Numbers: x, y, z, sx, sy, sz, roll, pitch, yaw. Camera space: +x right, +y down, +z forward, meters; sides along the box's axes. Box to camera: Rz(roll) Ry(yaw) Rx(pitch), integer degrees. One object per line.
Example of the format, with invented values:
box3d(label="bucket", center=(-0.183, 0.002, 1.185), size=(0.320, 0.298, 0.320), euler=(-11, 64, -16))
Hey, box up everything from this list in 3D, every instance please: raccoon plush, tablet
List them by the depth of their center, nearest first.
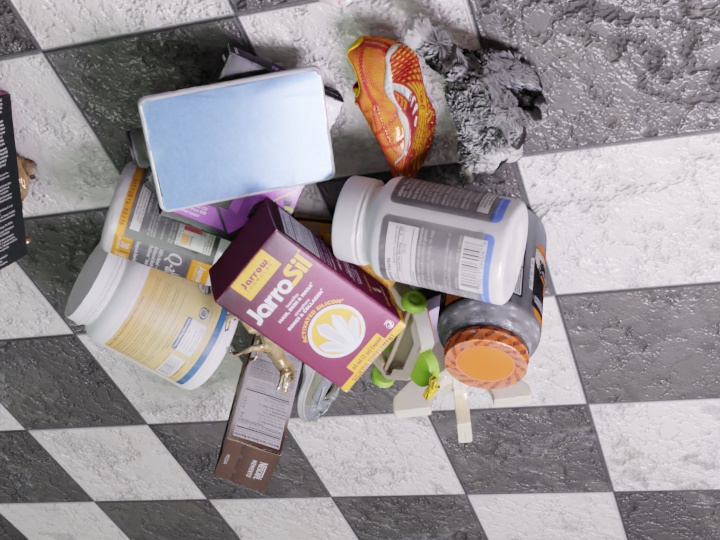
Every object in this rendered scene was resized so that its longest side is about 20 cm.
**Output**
box3d(label="raccoon plush", center=(0.102, -0.181, 1.182), size=(0.200, 0.097, 0.134), euler=(42, 144, -11))
box3d(label="tablet", center=(-0.130, -0.141, 1.204), size=(0.196, 0.014, 0.132), euler=(-12, 118, -8))

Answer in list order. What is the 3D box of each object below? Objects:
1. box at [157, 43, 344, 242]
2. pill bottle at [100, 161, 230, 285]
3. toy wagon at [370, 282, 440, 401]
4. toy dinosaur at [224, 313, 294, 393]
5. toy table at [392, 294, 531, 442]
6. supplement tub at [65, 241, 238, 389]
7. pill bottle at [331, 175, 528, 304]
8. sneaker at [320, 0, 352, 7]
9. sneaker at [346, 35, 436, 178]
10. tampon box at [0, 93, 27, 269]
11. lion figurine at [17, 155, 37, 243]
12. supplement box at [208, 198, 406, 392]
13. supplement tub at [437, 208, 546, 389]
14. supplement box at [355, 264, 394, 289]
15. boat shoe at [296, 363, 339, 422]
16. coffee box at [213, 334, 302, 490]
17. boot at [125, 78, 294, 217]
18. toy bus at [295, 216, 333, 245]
box3d(label="box", center=(-0.121, -0.129, 1.239), size=(0.141, 0.036, 0.202), euler=(19, 109, -22))
box3d(label="pill bottle", center=(-0.209, -0.050, 1.380), size=(0.197, 0.118, 0.117), euler=(19, 141, -8))
box3d(label="toy wagon", center=(0.044, 0.080, 1.429), size=(0.039, 0.200, 0.157), euler=(-20, 146, -35))
box3d(label="toy dinosaur", center=(-0.120, 0.066, 1.448), size=(0.099, 0.059, 0.203), euler=(6, 128, 6))
box3d(label="toy table", center=(0.131, 0.134, 1.496), size=(0.181, 0.119, 0.201), euler=(-14, 140, 14))
box3d(label="supplement tub", center=(-0.277, 0.054, 1.499), size=(0.198, 0.146, 0.144), euler=(31, 138, -23))
box3d(label="pill bottle", center=(0.075, -0.039, 1.225), size=(0.197, 0.115, 0.115), euler=(13, 143, 19))
box3d(label="sneaker", center=(0.011, -0.304, 1.045), size=(0.197, 0.076, 0.106), euler=(3, 137, 23))
box3d(label="sneaker", center=(0.034, -0.177, 1.217), size=(0.076, 0.073, 0.202), euler=(24, 149, 29))
box3d(label="tampon box", center=(-0.494, -0.101, 1.317), size=(0.147, 0.126, 0.204), euler=(3, 106, 11))
box3d(label="lion figurine", center=(-0.487, -0.083, 1.445), size=(0.197, 0.072, 0.125), euler=(-10, 103, 35))
box3d(label="supplement box", center=(-0.060, 0.030, 1.264), size=(0.199, 0.086, 0.111), euler=(36, 104, -26))
box3d(label="supplement tub", center=(0.154, 0.028, 1.312), size=(0.120, 0.202, 0.124), euler=(7, 142, 6))
box3d(label="supplement box", center=(0.000, 0.000, 1.352), size=(0.068, 0.067, 0.200), euler=(35, 104, -26))
box3d(label="boat shoe", center=(-0.051, 0.154, 1.623), size=(0.064, 0.075, 0.204), euler=(15, 135, 3))
box3d(label="coffee box", center=(-0.139, 0.188, 1.582), size=(0.079, 0.202, 0.114), euler=(17, 142, -7))
box3d(label="boot", center=(-0.172, -0.112, 1.296), size=(0.131, 0.070, 0.201), euler=(-33, 118, 6))
box3d(label="toy bus", center=(-0.063, 0.021, 1.457), size=(0.064, 0.079, 0.202), euler=(6, 141, 6))
